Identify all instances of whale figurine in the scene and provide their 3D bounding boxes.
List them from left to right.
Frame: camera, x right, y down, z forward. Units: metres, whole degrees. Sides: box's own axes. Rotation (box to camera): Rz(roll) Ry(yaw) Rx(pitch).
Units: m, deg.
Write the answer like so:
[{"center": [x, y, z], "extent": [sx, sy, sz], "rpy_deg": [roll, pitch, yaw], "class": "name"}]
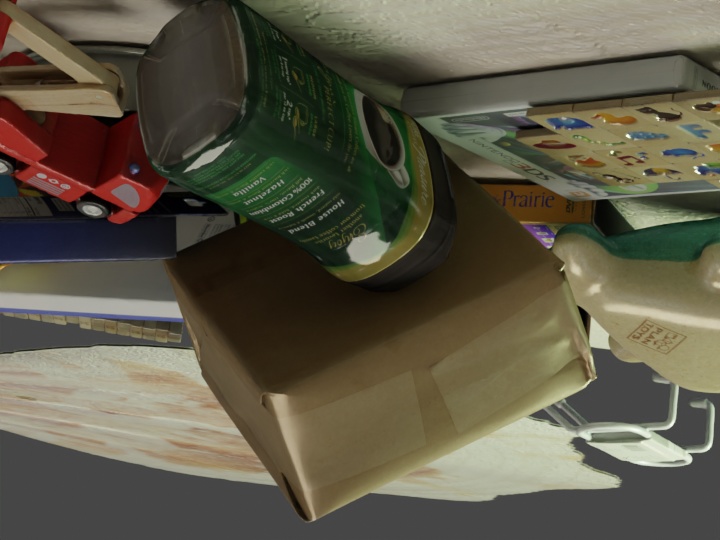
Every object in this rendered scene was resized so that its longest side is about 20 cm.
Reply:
[{"center": [0.209, 0.004, 1.504], "extent": [0.199, 0.104, 0.159], "rpy_deg": [18, 148, -13], "class": "whale figurine"}]

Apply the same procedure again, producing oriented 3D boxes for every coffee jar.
[{"center": [-0.031, -0.065, 1.269], "extent": [0.085, 0.105, 0.200], "rpy_deg": [-32, 140, 27], "class": "coffee jar"}]

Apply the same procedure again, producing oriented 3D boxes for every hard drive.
[{"center": [-0.144, -0.016, 1.582], "extent": [0.199, 0.132, 0.025], "rpy_deg": [3, 132, 22], "class": "hard drive"}]

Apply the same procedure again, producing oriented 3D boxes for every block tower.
[{"center": [-0.224, 0.013, 1.750], "extent": [0.199, 0.058, 0.054], "rpy_deg": [8, 169, -5], "class": "block tower"}]

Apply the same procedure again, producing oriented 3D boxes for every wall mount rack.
[{"center": [0.236, 0.137, 2.154], "extent": [0.173, 0.075, 0.200], "rpy_deg": [-2, 164, 26], "class": "wall mount rack"}]

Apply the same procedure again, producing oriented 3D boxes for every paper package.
[{"center": [0.008, 0.031, 1.388], "extent": [0.200, 0.104, 0.191], "rpy_deg": [-25, -144, -13], "class": "paper package"}]

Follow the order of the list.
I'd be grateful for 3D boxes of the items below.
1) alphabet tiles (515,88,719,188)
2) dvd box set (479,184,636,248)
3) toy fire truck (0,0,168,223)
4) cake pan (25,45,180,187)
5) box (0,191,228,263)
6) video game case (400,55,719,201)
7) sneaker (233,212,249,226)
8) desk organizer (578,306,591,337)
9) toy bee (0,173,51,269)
[{"center": [0.195, -0.070, 1.286], "extent": [0.200, 0.008, 0.167], "rpy_deg": [-2, 164, 42], "class": "alphabet tiles"}, {"center": [0.087, -0.028, 1.583], "extent": [0.199, 0.030, 0.146], "rpy_deg": [2, 166, 23], "class": "dvd box set"}, {"center": [-0.178, -0.099, 1.282], "extent": [0.200, 0.049, 0.141], "rpy_deg": [26, 151, -28], "class": "toy fire truck"}, {"center": [-0.125, -0.092, 1.422], "extent": [0.200, 0.037, 0.200], "rpy_deg": [8, 168, 2], "class": "cake pan"}, {"center": [-0.188, -0.027, 1.423], "extent": [0.199, 0.033, 0.121], "rpy_deg": [-3, -171, -12], "class": "box"}, {"center": [0.155, -0.079, 1.336], "extent": [0.200, 0.023, 0.182], "rpy_deg": [-3, 163, 41], "class": "video game case"}, {"center": [0.000, 0.000, 1.532], "extent": [0.081, 0.074, 0.200], "rpy_deg": [-13, 143, 35], "class": "sneaker"}, {"center": [0.075, 0.027, 1.748], "extent": [0.199, 0.072, 0.077], "rpy_deg": [10, 165, -13], "class": "desk organizer"}, {"center": [-0.270, -0.016, 1.540], "extent": [0.199, 0.109, 0.131], "rpy_deg": [-13, -175, -20], "class": "toy bee"}]
